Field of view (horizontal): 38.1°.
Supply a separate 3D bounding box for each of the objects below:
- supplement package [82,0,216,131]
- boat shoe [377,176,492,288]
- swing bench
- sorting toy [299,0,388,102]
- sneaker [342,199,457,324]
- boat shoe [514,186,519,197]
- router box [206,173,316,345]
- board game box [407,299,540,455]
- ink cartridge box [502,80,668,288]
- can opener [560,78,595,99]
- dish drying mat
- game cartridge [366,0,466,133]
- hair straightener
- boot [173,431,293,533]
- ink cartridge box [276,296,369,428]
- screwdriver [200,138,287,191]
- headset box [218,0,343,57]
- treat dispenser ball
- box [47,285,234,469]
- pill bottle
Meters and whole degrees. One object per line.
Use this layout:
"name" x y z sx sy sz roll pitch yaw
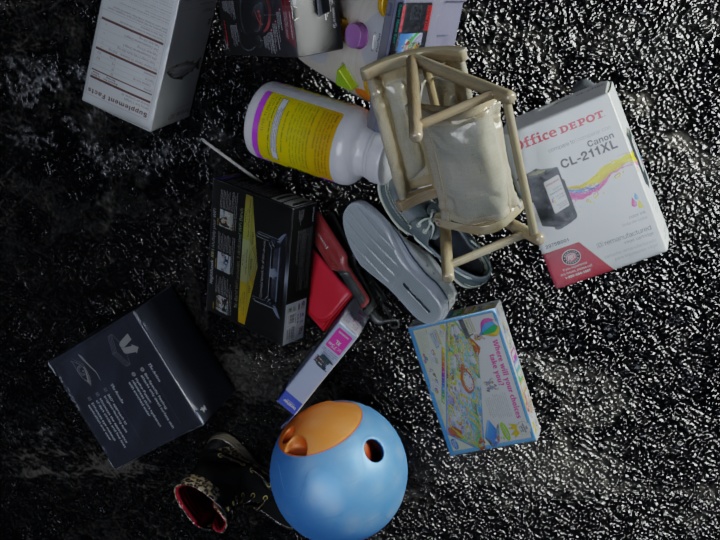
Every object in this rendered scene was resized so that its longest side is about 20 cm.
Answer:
"supplement package" -0.284 -0.312 1.417 0.116 0.117 0.203 24 115 10
"boat shoe" 0.103 -0.059 1.381 0.073 0.062 0.200 -43 96 -9
"swing bench" 0.103 -0.134 1.208 0.128 0.201 0.201 -21 125 -5
"sorting toy" -0.014 -0.315 1.345 0.178 0.106 0.203 25 117 31
"sneaker" 0.054 -0.015 1.425 0.073 0.071 0.201 -40 86 35
"boat shoe" 0.182 -0.122 1.340 0.197 0.068 0.076 2 110 19
"router box" -0.141 -0.017 1.461 0.156 0.052 0.203 22 116 34
"board game box" 0.160 0.153 1.464 0.133 0.034 0.203 -13 103 24
"ink cartridge box" 0.266 -0.102 1.249 0.144 0.083 0.202 -20 102 22
"can opener" 0.312 -0.140 1.295 0.066 0.053 0.201 -31 96 25
"dish drying mat" -0.094 -0.011 1.476 0.200 0.018 0.077 48 117 19
"game cartridge" 0.072 -0.274 1.294 0.038 0.129 0.203 25 117 31
"hair straightener" 0.000 0.000 1.444 0.041 0.077 0.201 -47 68 24
"boot" -0.184 0.351 1.594 0.200 0.151 0.073 44 117 1
"ink cartridge box" -0.054 0.125 1.485 0.042 0.119 0.201 35 117 0
"screwdriver" -0.152 -0.130 1.483 0.199 0.029 0.028 35 116 5
"headset box" -0.101 -0.348 1.309 0.199 0.074 0.151 16 118 52
"treat dispenser ball" -0.031 0.287 1.487 0.198 0.201 0.204 6 111 18
"box" -0.334 0.165 1.603 0.198 0.117 0.198 -28 97 27
"pill bottle" -0.048 -0.175 1.374 0.197 0.104 0.106 20 114 21
